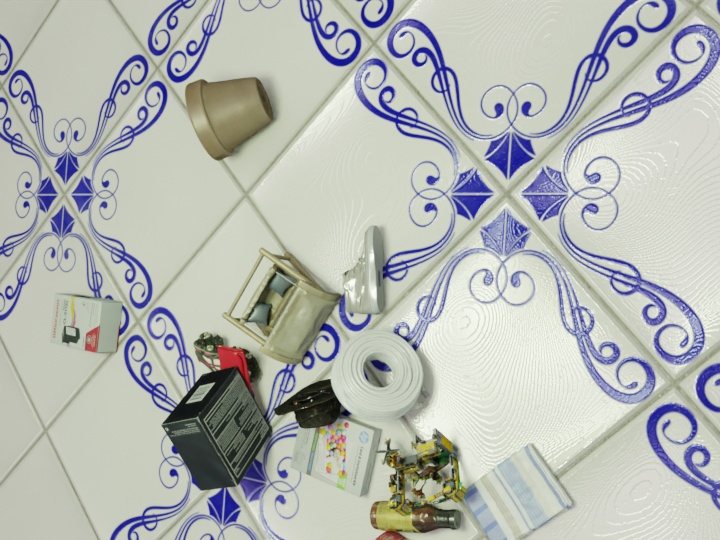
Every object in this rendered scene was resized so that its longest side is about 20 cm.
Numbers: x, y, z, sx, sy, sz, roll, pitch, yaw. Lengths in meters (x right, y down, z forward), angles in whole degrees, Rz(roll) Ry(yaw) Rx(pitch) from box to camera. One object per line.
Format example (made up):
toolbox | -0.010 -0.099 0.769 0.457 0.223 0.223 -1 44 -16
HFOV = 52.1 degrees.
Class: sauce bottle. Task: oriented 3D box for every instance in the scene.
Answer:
sauce bottle | 0.118 0.533 1.588 0.198 0.066 0.067 -7 83 31

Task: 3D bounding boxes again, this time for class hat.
hat | -0.091 0.309 1.658 0.199 0.200 0.082 -21 94 26

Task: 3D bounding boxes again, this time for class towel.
towel | 0.316 0.467 1.506 0.200 0.024 0.148 -42 68 21

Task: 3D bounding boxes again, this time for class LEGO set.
LEGO set | 0.118 0.418 1.540 0.198 0.116 0.155 -17 46 31

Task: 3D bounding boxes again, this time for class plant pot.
plant pot | -0.317 -0.397 1.839 0.172 0.200 0.203 -17 78 9

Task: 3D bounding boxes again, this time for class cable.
cable | 0.038 0.227 1.593 0.201 0.198 0.069 60 156 21

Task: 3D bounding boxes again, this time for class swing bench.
swing bench | -0.186 0.086 1.752 0.199 0.129 0.200 37 104 25

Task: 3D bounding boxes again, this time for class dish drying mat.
dish drying mat | -0.305 0.274 1.805 0.076 0.018 0.202 10 124 22

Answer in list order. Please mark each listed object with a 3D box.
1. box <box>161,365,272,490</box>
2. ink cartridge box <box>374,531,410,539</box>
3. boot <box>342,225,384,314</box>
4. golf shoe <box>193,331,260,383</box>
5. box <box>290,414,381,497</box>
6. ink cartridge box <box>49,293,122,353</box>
box | -0.334 0.372 1.735 0.122 0.200 0.200 -16 111 28
ink cartridge box | 0.110 0.673 1.573 0.198 0.082 0.149 20 96 29
boot | 0.000 0.000 1.683 0.094 0.073 0.203 -2 87 22
golf shoe | -0.336 0.234 1.870 0.198 0.077 0.089 30 132 19
box | -0.060 0.414 1.710 0.198 0.041 0.158 15 94 28
ink cartridge box | -0.787 0.150 2.109 0.197 0.083 0.148 6 90 29
